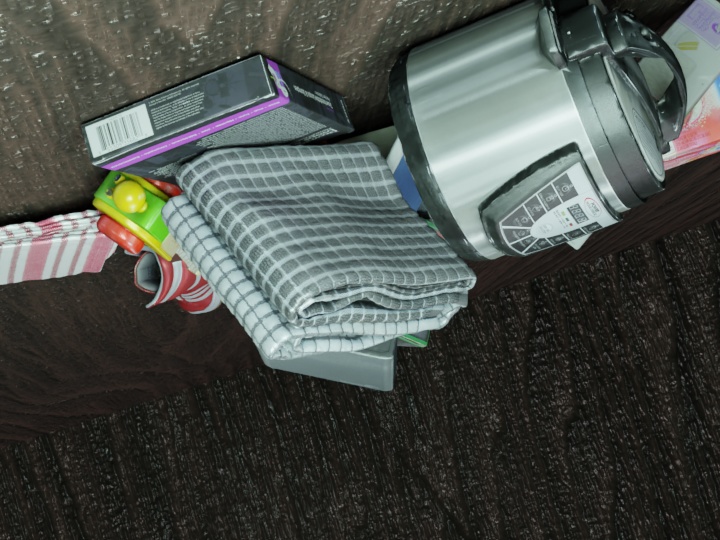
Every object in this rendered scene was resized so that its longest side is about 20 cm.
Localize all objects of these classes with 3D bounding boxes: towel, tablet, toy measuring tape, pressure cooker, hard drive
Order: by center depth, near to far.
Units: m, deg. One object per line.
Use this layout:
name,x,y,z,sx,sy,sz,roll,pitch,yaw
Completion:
pressure cooker,0.139,-0.115,1.124,0.199,0.179,0.176,-21,-167,17
towel,-0.025,-0.020,1.133,0.200,0.166,0.086,-7,133,-44
toy measuring tape,-0.173,-0.042,1.251,0.073,0.074,0.200,-19,166,3
towel,-0.306,-0.015,1.299,0.199,0.030,0.146,-8,169,-18
tablet,0.049,-0.099,1.332,0.130,0.014,0.200,-63,170,0
hard drive,-0.033,0.077,1.512,0.139,0.033,0.200,11,168,4

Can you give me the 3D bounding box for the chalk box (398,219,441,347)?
chalk box,0.000,0.000,1.504,0.124,0.124,0.200,24,162,-40

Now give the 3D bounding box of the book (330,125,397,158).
book,-0.049,-0.084,1.417,0.199,0.048,0.134,-20,179,6

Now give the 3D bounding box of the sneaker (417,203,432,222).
sneaker,0.107,-0.109,1.487,0.200,0.076,0.114,-25,171,10

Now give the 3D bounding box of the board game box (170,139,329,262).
board game box,-0.099,-0.056,1.294,0.199,0.020,0.103,-12,149,21

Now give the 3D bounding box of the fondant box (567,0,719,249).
fondant box,0.238,-0.126,1.308,0.144,0.058,0.200,-46,173,-35

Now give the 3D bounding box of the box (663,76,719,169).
box,0.379,-0.180,1.525,0.199,0.095,0.103,-19,173,10

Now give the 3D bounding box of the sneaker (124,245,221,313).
sneaker,-0.196,0.007,1.598,0.112,0.071,0.200,-19,166,-24

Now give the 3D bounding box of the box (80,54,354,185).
box,-0.100,-0.106,1.137,0.143,0.036,0.200,-20,172,14
